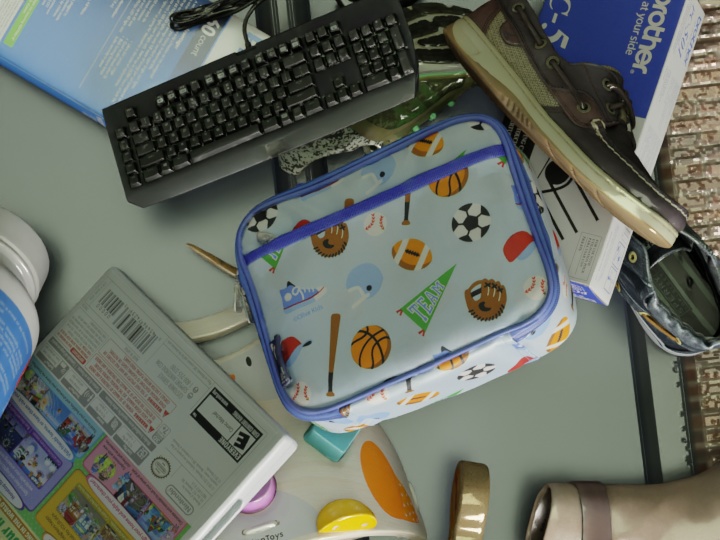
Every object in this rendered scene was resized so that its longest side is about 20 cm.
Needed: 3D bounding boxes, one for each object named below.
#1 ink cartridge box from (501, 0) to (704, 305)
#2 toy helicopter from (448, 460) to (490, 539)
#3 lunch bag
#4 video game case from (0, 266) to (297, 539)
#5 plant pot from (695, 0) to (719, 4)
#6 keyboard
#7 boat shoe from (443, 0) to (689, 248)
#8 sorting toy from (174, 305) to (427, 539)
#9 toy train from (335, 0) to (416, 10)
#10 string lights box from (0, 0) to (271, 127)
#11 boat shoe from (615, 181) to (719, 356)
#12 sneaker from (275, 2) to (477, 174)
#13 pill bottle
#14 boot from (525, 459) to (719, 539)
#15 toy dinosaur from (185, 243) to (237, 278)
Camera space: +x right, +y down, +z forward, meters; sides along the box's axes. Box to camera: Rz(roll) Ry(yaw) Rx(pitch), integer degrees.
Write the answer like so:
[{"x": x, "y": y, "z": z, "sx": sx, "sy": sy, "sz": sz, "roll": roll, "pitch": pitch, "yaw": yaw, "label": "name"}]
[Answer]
[{"x": 0.139, "y": -0.087, "z": 1.105, "sx": 0.094, "sy": 0.044, "sz": 0.201, "roll": 16, "pitch": 80, "yaw": 27, "label": "ink cartridge box"}, {"x": 0.059, "y": 0.219, "z": 1.091, "sx": 0.078, "sy": 0.132, "sz": 0.201, "roll": 6, "pitch": 86, "yaw": -1, "label": "toy helicopter"}, {"x": 0.021, "y": 0.000, "z": 1.061, "sx": 0.199, "sy": 0.076, "sz": 0.161, "roll": -22, "pitch": 70, "yaw": 14, "label": "lunch bag"}, {"x": -0.159, "y": 0.117, "z": 1.091, "sx": 0.182, "sy": 0.022, "sz": 0.200, "roll": -47, "pitch": 53, "yaw": -4, "label": "video game case"}, {"x": 0.212, "y": -0.245, "z": 1.086, "sx": 0.199, "sy": 0.200, "sz": 0.135, "roll": 21, "pitch": 81, "yaw": 0, "label": "plant pot"}, {"x": -0.067, "y": -0.127, "z": 1.082, "sx": 0.199, "sy": 0.021, "sz": 0.128, "roll": -21, "pitch": 67, "yaw": 9, "label": "keyboard"}, {"x": 0.130, "y": -0.096, "z": 1.047, "sx": 0.065, "sy": 0.072, "sz": 0.200, "roll": -44, "pitch": 61, "yaw": 4, "label": "boat shoe"}, {"x": -0.078, "y": 0.107, "z": 1.126, "sx": 0.199, "sy": 0.107, "sz": 0.181, "roll": -17, "pitch": 68, "yaw": -3, "label": "sorting toy"}, {"x": 0.070, "y": -0.229, "z": 1.169, "sx": 0.200, "sy": 0.034, "sz": 0.046, "roll": -39, "pitch": 92, "yaw": -3, "label": "toy train"}, {"x": -0.164, "y": -0.152, "z": 1.144, "sx": 0.199, "sy": 0.059, "sz": 0.103, "roll": 31, "pitch": 86, "yaw": 0, "label": "string lights box"}, {"x": 0.174, "y": -0.033, "z": 1.132, "sx": 0.071, "sy": 0.091, "sz": 0.201, "roll": -38, "pitch": 88, "yaw": -4, "label": "boat shoe"}, {"x": 0.022, "y": -0.114, "z": 1.153, "sx": 0.199, "sy": 0.089, "sz": 0.077, "roll": -14, "pitch": 44, "yaw": -18, "label": "sneaker"}, {"x": -0.260, "y": 0.052, "z": 1.062, "sx": 0.112, "sy": 0.112, "sz": 0.200, "roll": 21, "pitch": 46, "yaw": -1, "label": "pill bottle"}, {"x": 0.183, "y": 0.162, "z": 1.121, "sx": 0.146, "sy": 0.070, "sz": 0.201, "roll": 18, "pitch": 96, "yaw": -13, "label": "boot"}, {"x": 0.000, "y": 0.000, "z": 1.151, "sx": 0.199, "sy": 0.060, "sz": 0.107, "roll": -22, "pitch": 61, "yaw": -5, "label": "toy dinosaur"}]
